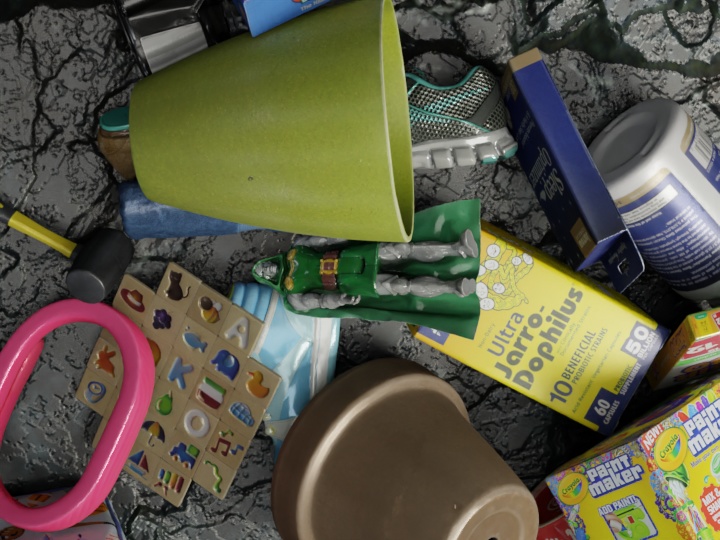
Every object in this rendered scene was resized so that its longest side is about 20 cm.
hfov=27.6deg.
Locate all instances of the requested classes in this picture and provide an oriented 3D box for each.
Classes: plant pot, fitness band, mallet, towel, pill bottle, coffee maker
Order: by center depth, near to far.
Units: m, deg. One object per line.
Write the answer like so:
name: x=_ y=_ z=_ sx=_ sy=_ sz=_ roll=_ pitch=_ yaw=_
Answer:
plant pot: x=-0.068 y=-0.106 z=1.120 sx=0.199 sy=0.187 sz=0.188 roll=-5 pitch=103 yaw=7
coffee maker: x=-0.108 y=-0.258 z=1.195 sx=0.199 sy=0.135 sz=0.193 roll=-16 pitch=63 yaw=-3
towel: x=-0.104 y=-0.053 z=1.233 sx=0.199 sy=0.112 sz=0.049 roll=-2 pitch=91 yaw=-7
plant pot: x=0.053 y=0.196 z=1.236 sx=0.200 sy=0.174 sz=0.201 roll=-20 pitch=122 yaw=-35
mallet: x=-0.293 y=-0.035 z=1.243 sx=0.199 sy=0.066 sz=0.041 roll=24 pitch=133 yaw=-8
fitness band: x=-0.256 y=0.121 z=1.246 sx=0.143 sy=0.037 sz=0.201 roll=20 pitch=82 yaw=24
pill bottle: x=0.289 y=-0.045 z=1.275 sx=0.111 sy=0.111 sz=0.200 roll=-45 pitch=111 yaw=4

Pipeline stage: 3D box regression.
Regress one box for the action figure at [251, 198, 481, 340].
action figure: x=0.000 y=0.000 z=1.220 sx=0.199 sy=0.055 sz=0.119 roll=-3 pitch=70 yaw=24

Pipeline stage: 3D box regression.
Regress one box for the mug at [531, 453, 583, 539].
mug: x=0.251 y=0.263 z=1.355 sx=0.133 sy=0.178 sz=0.200 roll=-33 pitch=102 yaw=39

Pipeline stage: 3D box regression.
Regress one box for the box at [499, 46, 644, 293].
box: x=0.170 y=-0.074 z=1.219 sx=0.032 sy=0.121 sz=0.201 roll=-25 pitch=80 yaw=-5

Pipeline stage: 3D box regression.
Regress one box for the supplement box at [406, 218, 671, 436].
supplement box: x=0.149 y=0.043 z=1.284 sx=0.199 sy=0.110 sz=0.109 roll=27 pitch=98 yaw=-11

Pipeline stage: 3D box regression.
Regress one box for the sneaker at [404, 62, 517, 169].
sneaker: x=0.032 y=-0.129 z=1.251 sx=0.199 sy=0.078 sz=0.092 roll=-5 pitch=92 yaw=5

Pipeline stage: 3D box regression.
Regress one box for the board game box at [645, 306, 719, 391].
board game box: x=0.309 y=0.064 z=1.268 sx=0.095 sy=0.200 sz=0.030 roll=-14 pitch=75 yaw=-5

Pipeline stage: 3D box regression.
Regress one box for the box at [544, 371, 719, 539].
box: x=0.297 y=0.206 z=1.250 sx=0.200 sy=0.122 sz=0.193 roll=-25 pitch=83 yaw=-41

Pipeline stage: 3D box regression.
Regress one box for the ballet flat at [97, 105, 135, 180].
ballet flat: x=-0.122 y=-0.119 z=1.249 sx=0.199 sy=0.068 sz=0.073 roll=-15 pitch=124 yaw=-2

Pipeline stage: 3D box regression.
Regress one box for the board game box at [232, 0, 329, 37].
board game box: x=-0.058 y=-0.288 z=1.103 sx=0.152 sy=0.045 sz=0.200 roll=-27 pitch=62 yaw=-8

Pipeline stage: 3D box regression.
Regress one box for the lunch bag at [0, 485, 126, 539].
lunch bag: x=-0.276 y=0.258 z=1.241 sx=0.159 sy=0.200 sz=0.076 roll=-10 pitch=113 yaw=-17

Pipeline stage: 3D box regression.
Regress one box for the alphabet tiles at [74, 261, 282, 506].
alphabet tiles: x=-0.160 y=0.100 z=1.266 sx=0.166 sy=0.006 sz=0.201 roll=32 pitch=114 yaw=13

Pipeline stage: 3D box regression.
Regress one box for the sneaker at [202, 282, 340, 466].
sneaker: x=-0.090 y=0.102 z=1.289 sx=0.130 sy=0.080 sz=0.201 roll=6 pitch=92 yaw=-9
